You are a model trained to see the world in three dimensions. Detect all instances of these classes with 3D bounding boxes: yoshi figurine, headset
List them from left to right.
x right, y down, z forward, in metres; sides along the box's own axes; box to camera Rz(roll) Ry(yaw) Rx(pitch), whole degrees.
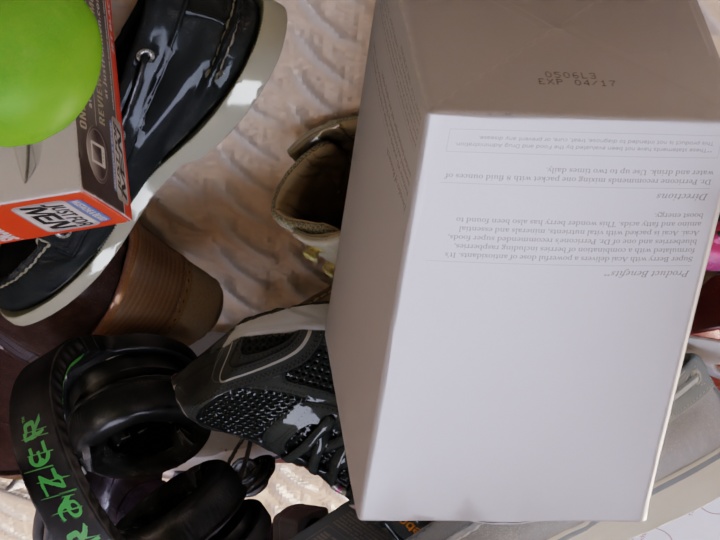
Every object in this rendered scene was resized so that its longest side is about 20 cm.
[{"bbox_3d":[-0.128,-0.118,0.986,0.112,0.112,0.200,8,143,18],"label":"yoshi figurine"},{"bbox_3d":[-0.096,0.095,1.319,0.094,0.124,0.200,-31,166,22],"label":"headset"}]

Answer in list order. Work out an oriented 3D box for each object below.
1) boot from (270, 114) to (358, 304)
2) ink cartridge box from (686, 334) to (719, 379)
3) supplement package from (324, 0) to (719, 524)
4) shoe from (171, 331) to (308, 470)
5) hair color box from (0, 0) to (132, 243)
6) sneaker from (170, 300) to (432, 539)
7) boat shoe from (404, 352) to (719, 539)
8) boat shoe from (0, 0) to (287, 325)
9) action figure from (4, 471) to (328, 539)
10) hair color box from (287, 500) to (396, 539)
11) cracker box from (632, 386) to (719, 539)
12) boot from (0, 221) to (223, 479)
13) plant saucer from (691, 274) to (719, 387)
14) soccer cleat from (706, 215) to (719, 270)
[{"bbox_3d":[0.000,0.000,1.321,0.200,0.072,0.155,-23,148,25],"label":"boot"},{"bbox_3d":[0.229,0.038,1.328,0.176,0.045,0.200,11,173,36],"label":"ink cartridge box"},{"bbox_3d":[0.060,-0.013,1.170,0.121,0.120,0.200,1,128,-11],"label":"supplement package"},{"bbox_3d":[-0.027,0.074,1.462,0.200,0.072,0.091,-10,147,3],"label":"shoe"},{"bbox_3d":[-0.193,-0.060,1.128,0.200,0.111,0.064,-9,167,13],"label":"hair color box"},{"bbox_3d":[0.016,0.076,1.301,0.200,0.086,0.080,13,142,-28],"label":"sneaker"},{"bbox_3d":[0.073,0.090,1.265,0.201,0.072,0.070,-23,-175,-27],"label":"boat shoe"},{"bbox_3d":[-0.110,-0.052,1.200,0.066,0.075,0.199,27,137,-24],"label":"boat shoe"},{"bbox_3d":[-0.094,0.124,1.469,0.130,0.200,0.069,-21,128,-44],"label":"action figure"},{"bbox_3d":[0.012,0.150,1.370,0.200,0.061,0.099,-28,146,-50],"label":"hair color box"},{"bbox_3d":[0.198,0.134,1.425,0.200,0.058,0.134,14,124,2],"label":"cracker box"},{"bbox_3d":[-0.177,0.019,1.360,0.166,0.072,0.200,22,142,-28],"label":"boot"},{"bbox_3d":[0.256,0.032,1.434,0.199,0.037,0.200,-10,157,13],"label":"plant saucer"},{"bbox_3d":[0.176,-0.020,1.300,0.200,0.070,0.086,1,153,-9],"label":"soccer cleat"}]
